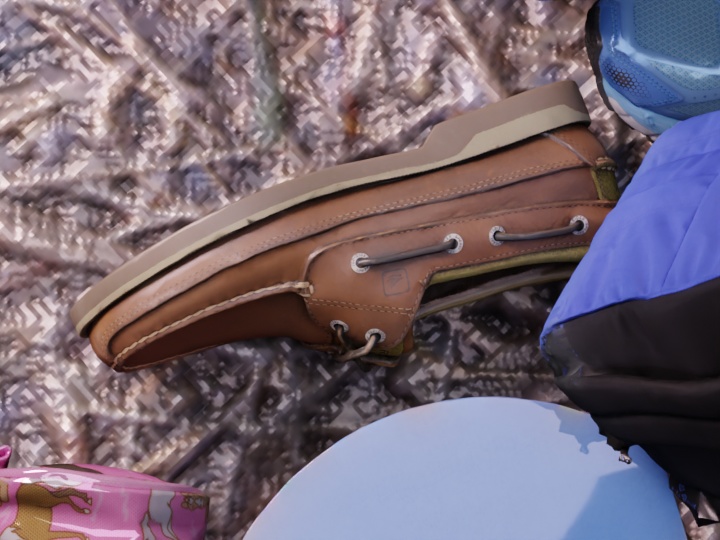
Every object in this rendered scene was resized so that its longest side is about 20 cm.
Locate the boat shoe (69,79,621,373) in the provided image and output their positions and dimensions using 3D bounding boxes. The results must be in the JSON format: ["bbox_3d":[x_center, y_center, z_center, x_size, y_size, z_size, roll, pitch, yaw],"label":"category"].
[{"bbox_3d":[0.000,0.000,0.926,0.199,0.072,0.068,-23,83,-5],"label":"boat shoe"}]

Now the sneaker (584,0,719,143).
[{"bbox_3d":[0.177,-0.090,0.930,0.199,0.090,0.079,-1,67,-5],"label":"sneaker"}]

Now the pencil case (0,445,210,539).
[{"bbox_3d":[-0.100,0.163,0.898,0.086,0.082,0.201,12,79,-45],"label":"pencil case"}]

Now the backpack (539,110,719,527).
[{"bbox_3d":[0.172,0.008,0.852,0.162,0.200,0.168,42,61,-13],"label":"backpack"}]

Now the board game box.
[{"bbox_3d":[0.046,0.144,0.928,0.157,0.039,0.201,-18,91,-5],"label":"board game box"}]
